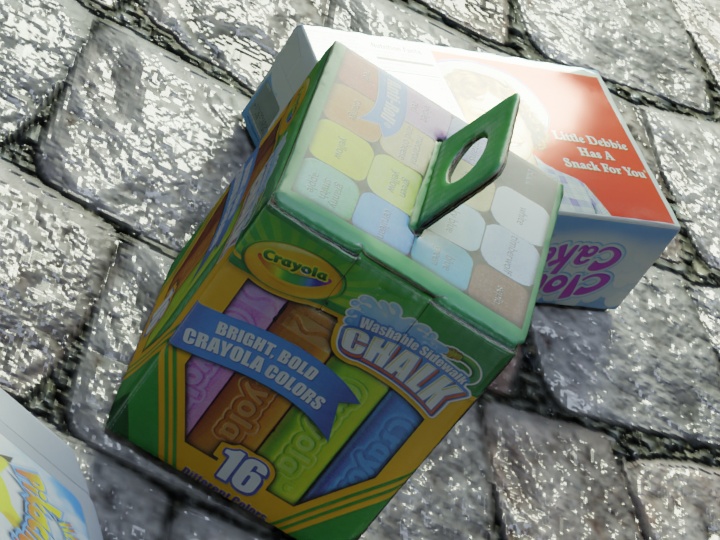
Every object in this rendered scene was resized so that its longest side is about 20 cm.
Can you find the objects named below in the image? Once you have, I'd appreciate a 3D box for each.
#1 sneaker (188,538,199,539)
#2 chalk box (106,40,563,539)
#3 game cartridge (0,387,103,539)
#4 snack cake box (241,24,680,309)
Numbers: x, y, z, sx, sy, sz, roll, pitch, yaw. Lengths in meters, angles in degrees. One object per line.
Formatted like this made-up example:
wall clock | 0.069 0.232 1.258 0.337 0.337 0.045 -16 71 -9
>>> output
sneaker | -0.001 0.161 1.023 0.199 0.089 0.075 21 38 -21
chalk box | 0.000 0.000 1.103 0.124 0.200 0.125 31 36 -9
game cartridge | -0.148 0.087 0.953 0.133 0.040 0.200 47 10 -24
snack cake box | 0.052 -0.051 1.315 0.199 0.067 0.115 6 45 -36
